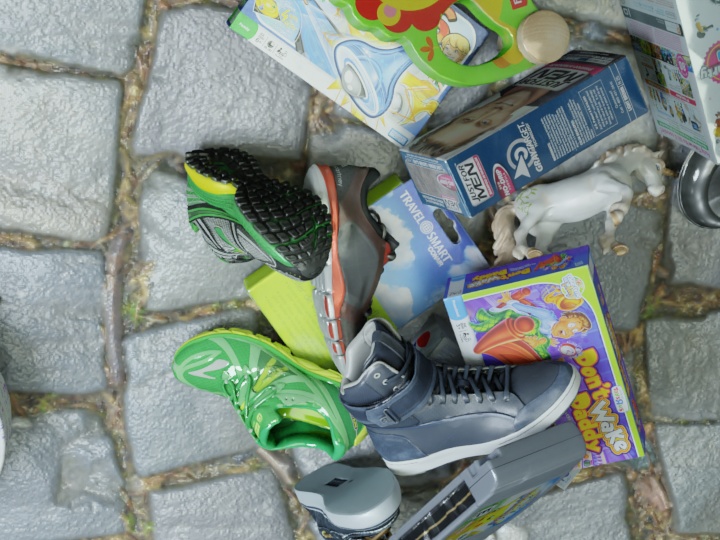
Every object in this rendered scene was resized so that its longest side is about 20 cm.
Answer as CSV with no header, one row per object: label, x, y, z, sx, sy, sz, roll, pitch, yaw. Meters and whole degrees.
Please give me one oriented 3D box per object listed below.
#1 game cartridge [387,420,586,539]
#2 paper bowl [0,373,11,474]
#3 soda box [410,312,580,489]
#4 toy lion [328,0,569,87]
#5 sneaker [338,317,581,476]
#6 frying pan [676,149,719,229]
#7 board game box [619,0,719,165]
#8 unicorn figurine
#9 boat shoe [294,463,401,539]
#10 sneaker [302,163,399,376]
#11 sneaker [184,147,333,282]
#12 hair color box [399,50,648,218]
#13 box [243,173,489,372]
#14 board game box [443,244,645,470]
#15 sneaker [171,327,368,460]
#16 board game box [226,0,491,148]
game cartridge,0.112,0.203,1.500,0.133,0.200,0.041,-20,70,-40
paper bowl,-0.414,0.133,1.512,0.200,0.104,0.201,-2,111,-6
soda box,0.133,0.126,1.627,0.200,0.068,0.064,34,101,-17
toy lion,0.065,-0.253,1.473,0.191,0.069,0.201,-19,96,-14
sneaker,0.078,0.095,1.475,0.202,0.077,0.146,-23,122,20
frying pan,0.387,-0.104,1.616,0.190,0.031,0.115,-25,125,-13
board game box,0.294,-0.210,1.512,0.064,0.148,0.201,-20,109,-6
unicorn figurine,0.213,-0.062,1.564,0.199,0.138,0.074,-6,129,6
boat shoe,0.005,0.235,1.567,0.071,0.200,0.091,-31,99,-15
sneaker,0.000,0.000,1.515,0.082,0.077,0.201,-9,107,-12
sneaker,-0.089,-0.038,1.483,0.078,0.200,0.085,-12,121,-29
hair color box,0.146,-0.126,1.512,0.200,0.100,0.061,-31,110,-16
box,0.005,0.003,1.578,0.200,0.048,0.122,-35,109,2
board game box,0.169,0.088,1.537,0.134,0.045,0.200,-14,112,15
sneaker,-0.087,0.114,1.550,0.199,0.084,0.074,19,133,13
board game box,-0.001,-0.219,1.517,0.200,0.034,0.136,33,99,-17
